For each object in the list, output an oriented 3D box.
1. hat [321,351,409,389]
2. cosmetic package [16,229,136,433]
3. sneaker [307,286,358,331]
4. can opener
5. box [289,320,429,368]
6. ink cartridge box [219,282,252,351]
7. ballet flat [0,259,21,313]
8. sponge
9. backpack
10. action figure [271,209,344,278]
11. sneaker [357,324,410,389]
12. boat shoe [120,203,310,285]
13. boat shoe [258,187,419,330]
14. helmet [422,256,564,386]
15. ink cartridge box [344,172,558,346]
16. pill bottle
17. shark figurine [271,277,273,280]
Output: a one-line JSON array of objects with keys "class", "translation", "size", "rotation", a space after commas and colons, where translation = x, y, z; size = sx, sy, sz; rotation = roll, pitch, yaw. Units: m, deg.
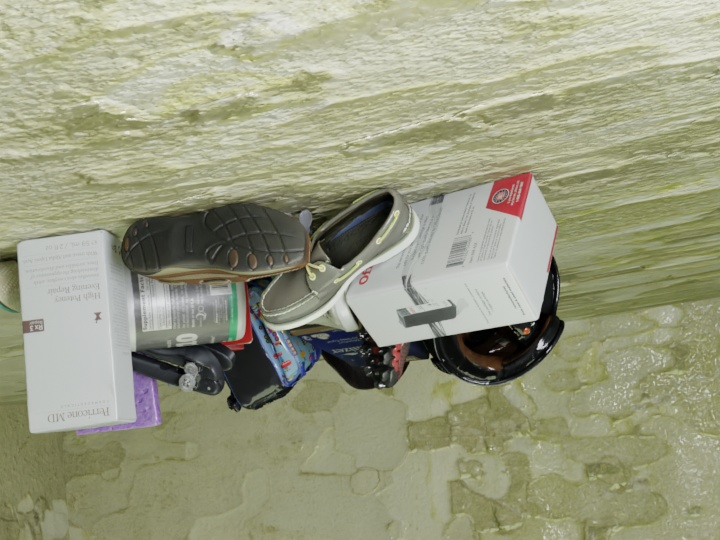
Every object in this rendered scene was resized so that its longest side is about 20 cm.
[{"class": "hat", "translation": [0.022, 0.090, 1.637], "size": [0.198, 0.204, 0.081], "rotation": [-1, 154, -37]}, {"class": "cosmetic package", "translation": [-0.304, 0.067, 1.088], "size": [0.100, 0.204, 0.074], "rotation": [-8, 171, 3]}, {"class": "sneaker", "translation": [-0.048, 0.040, 1.182], "size": [0.083, 0.074, 0.200], "rotation": [-11, 178, -4]}, {"class": "can opener", "translation": [-0.261, 0.112, 1.296], "size": [0.196, 0.065, 0.079], "rotation": [12, -168, 7]}, {"class": "box", "translation": [0.011, 0.095, 1.370], "size": [0.119, 0.033, 0.199], "rotation": [-11, 154, 33]}, {"class": "ink cartridge box", "translation": [-0.229, 0.058, 1.375], "size": [0.196, 0.119, 0.067], "rotation": [-10, 172, 17]}, {"class": "ballet flat", "translation": [-0.387, 0.013, 1.200], "size": [0.062, 0.068, 0.200], "rotation": [-35, 176, -4]}, {"class": "sponge", "translation": [-0.330, 0.110, 1.340], "size": [0.109, 0.204, 0.030], "rotation": [-8, 174, 2]}, {"class": "backpack", "translation": [-0.141, 0.093, 1.499], "size": [0.133, 0.185, 0.200], "rotation": [-27, 180, 17]}, {"class": "action figure", "translation": [-0.081, -0.022, 1.194], "size": [0.116, 0.056, 0.200], "rotation": [-9, 167, -5]}, {"class": "sneaker", "translation": [0.049, 0.044, 1.248], "size": [0.097, 0.205, 0.070], "rotation": [-2, -175, -38]}, {"class": "boat shoe", "translation": [-0.147, -0.021, 1.058], "size": [0.196, 0.077, 0.074], "rotation": [1, 160, 10]}, {"class": "boat shoe", "translation": [-0.031, -0.014, 1.067], "size": [0.200, 0.073, 0.060], "rotation": [-36, 147, 3]}, {"class": "helmet", "translation": [0.167, 0.040, 1.321], "size": [0.196, 0.204, 0.191], "rotation": [-8, -158, 7]}, {"class": "ink cartridge box", "translation": [0.098, -0.009, 1.088], "size": [0.197, 0.146, 0.084], "rotation": [-12, 128, 32]}, {"class": "pill bottle", "translation": [-0.245, 0.038, 1.245], "size": [0.196, 0.115, 0.113], "rotation": [-5, 171, -15]}, {"class": "shark figurine", "translation": [-0.011, 0.016, 1.356], "size": [0.211, 0.129, 0.090], "rotation": [-18, -149, 17]}]
